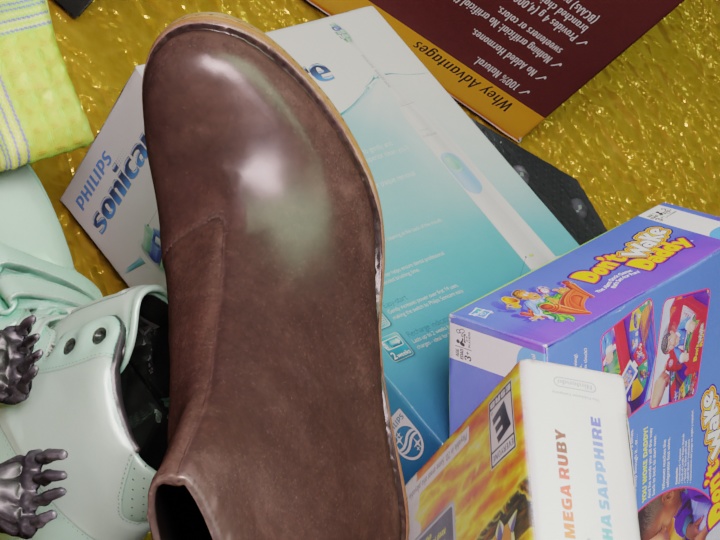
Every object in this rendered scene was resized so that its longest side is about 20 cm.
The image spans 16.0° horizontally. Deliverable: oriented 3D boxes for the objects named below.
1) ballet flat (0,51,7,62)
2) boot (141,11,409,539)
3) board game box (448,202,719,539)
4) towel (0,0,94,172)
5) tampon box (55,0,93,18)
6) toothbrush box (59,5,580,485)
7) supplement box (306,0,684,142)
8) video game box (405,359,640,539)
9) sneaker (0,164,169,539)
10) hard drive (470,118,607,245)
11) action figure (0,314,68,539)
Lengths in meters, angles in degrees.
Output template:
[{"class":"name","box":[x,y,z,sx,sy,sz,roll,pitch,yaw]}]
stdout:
[{"class":"ballet flat","box":[-0.203,-0.072,0.950,0.200,0.072,0.072,16,48,-38]},{"class":"boot","box":[-0.034,0.028,0.808,0.166,0.072,0.200,-61,134,-67]},{"class":"board game box","box":[0.093,0.090,0.979,0.134,0.045,0.201,-25,123,-43]},{"class":"towel","box":[-0.190,-0.091,0.902,0.200,0.023,0.144,-15,93,-40]},{"class":"tampon box","box":[-0.093,-0.241,1.089,0.126,0.200,0.150,39,37,-15]},{"class":"toothbrush box","box":[0.000,0.000,1.034,0.146,0.085,0.200,-21,66,-46]},{"class":"supplement box","box":[0.071,-0.207,1.234,0.197,0.200,0.133,32,39,-24]},{"class":"video game box","box":[0.034,0.157,0.862,0.047,0.200,0.183,10,54,-22]},{"class":"sneaker","box":[-0.099,0.016,0.924,0.074,0.118,0.201,13,50,-40]},{"class":"hard drive","box":[0.104,0.033,1.161,0.135,0.042,0.200,23,36,-58]},{"class":"action figure","box":[-0.194,0.030,0.813,0.200,0.102,0.119,10,55,-28]}]
